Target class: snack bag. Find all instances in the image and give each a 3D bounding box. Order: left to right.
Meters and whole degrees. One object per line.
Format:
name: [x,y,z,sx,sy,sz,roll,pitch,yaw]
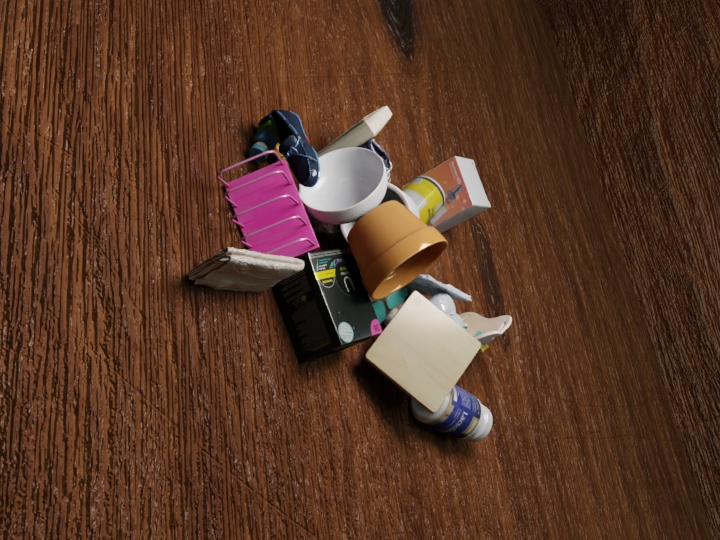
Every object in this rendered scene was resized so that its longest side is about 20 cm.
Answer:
snack bag: [0.151,0.033,1.712,0.200,0.188,0.022,25,78,-44]

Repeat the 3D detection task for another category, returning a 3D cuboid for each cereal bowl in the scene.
cereal bowl: [-0.033,-0.172,1.501,0.084,0.199,0.201,70,22,-47]

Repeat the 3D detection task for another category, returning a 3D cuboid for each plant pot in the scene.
plant pot: [0.065,-0.053,1.461,0.140,0.200,0.200,54,34,14]

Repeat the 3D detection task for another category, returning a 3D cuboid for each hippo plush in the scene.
hippo plush: [0.162,0.139,1.673,0.159,0.160,0.201,1,68,-51]

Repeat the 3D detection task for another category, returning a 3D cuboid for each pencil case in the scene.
pencil case: [-0.128,-0.113,1.542,0.200,0.078,0.090,-6,71,-52]

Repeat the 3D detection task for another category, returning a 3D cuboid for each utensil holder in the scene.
utensil holder: [0.055,-0.122,1.650,0.171,0.169,0.200,65,13,3]

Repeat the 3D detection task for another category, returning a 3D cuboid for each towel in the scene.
towel: [-0.216,0.003,1.316,0.199,0.132,0.035,8,64,-48]

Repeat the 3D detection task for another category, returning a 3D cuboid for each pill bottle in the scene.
pill bottle: [0.130,-0.156,1.834,0.200,0.112,0.112,-45,106,-32]
pill bottle: [0.223,0.338,1.664,0.200,0.115,0.116,32,46,-35]

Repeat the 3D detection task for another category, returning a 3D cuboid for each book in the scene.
book: [-0.024,-0.325,1.699,0.048,0.200,0.134,54,37,-11]

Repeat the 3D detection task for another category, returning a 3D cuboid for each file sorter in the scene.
file sorter: [-0.189,-0.120,1.383,0.125,0.138,0.201,53,15,-83]

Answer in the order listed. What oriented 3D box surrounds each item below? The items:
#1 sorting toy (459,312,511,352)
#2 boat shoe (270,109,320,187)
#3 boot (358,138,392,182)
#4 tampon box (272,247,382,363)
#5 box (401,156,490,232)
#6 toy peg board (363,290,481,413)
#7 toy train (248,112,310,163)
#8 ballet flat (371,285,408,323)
sorting toy: [0.305,0.172,1.813,0.200,0.180,0.107,-29,91,-53]
boat shoe: [-0.151,-0.261,1.486,0.068,0.084,0.201,9,45,-48]
boot: [0.054,-0.253,1.843,0.200,0.090,0.073,49,38,-19]
tampon box: [-0.072,0.071,1.456,0.150,0.126,0.201,-11,77,-53]
box: [0.240,-0.208,1.951,0.106,0.200,0.153,-2,69,-51]
toy peg board: [0.132,0.191,1.576,0.200,0.098,0.199,39,68,0]
toy train: [-0.165,-0.256,1.592,0.200,0.084,0.116,41,52,-27]
ballet flat: [0.040,0.085,1.644,0.200,0.062,0.068,-33,117,-44]
